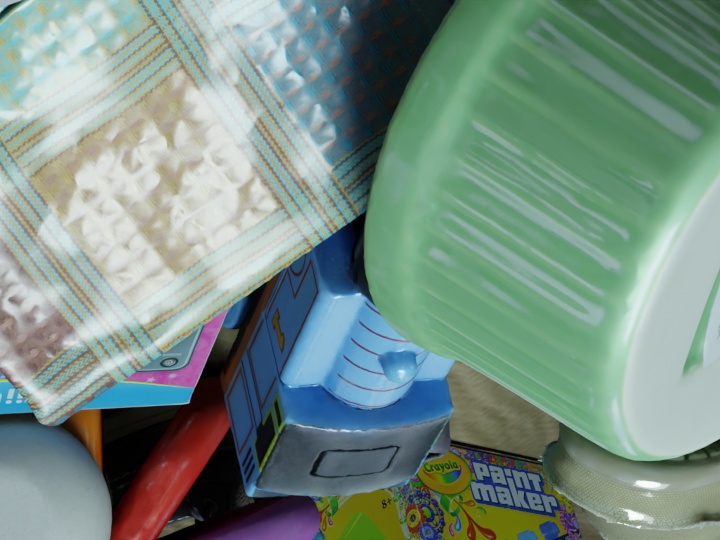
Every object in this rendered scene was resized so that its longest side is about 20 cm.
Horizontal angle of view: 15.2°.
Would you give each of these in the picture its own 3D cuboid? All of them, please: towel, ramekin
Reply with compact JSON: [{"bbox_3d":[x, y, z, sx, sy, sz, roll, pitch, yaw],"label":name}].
[{"bbox_3d":[-0.057,-0.051,0.863,0.200,0.022,0.147,-36,124,1],"label":"towel"},{"bbox_3d":[0.104,-0.035,0.870,0.200,0.098,0.200,-37,148,-28],"label":"ramekin"}]

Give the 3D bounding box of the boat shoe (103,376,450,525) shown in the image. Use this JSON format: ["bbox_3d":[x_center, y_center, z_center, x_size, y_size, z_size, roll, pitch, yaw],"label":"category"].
[{"bbox_3d":[-0.053,0.085,1.176,0.200,0.065,0.072,-22,152,14],"label":"boat shoe"}]

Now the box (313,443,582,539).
[{"bbox_3d":[0.015,0.215,1.306,0.122,0.193,0.200,15,139,-43],"label":"box"}]

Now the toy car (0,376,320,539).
[{"bbox_3d":[-0.092,0.119,1.097,0.150,0.200,0.175,-31,-179,-6],"label":"toy car"}]

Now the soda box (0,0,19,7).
[{"bbox_3d":[-0.043,-0.139,0.746,0.200,0.064,0.068,-17,149,17],"label":"soda box"}]

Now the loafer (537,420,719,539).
[{"bbox_3d":[0.113,0.076,0.988,0.068,0.076,0.200,-70,162,8],"label":"loafer"}]

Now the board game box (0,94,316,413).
[{"bbox_3d":[-0.112,-0.024,0.960,0.148,0.064,0.200,-2,149,-20],"label":"board game box"}]

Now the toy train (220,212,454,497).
[{"bbox_3d":[0.000,0.000,0.999,0.087,0.114,0.200,-4,150,-21],"label":"toy train"}]
